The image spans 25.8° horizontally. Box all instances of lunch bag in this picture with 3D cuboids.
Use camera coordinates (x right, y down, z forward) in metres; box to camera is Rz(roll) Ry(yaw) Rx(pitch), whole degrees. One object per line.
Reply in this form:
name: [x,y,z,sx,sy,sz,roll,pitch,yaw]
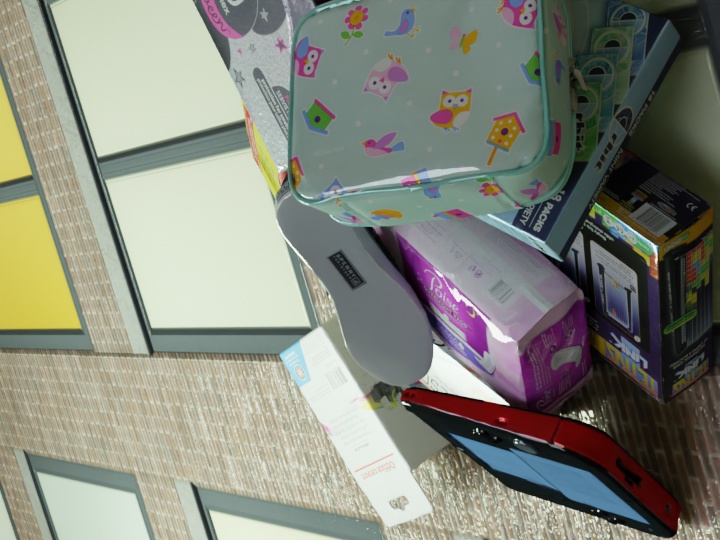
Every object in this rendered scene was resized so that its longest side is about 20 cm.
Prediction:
lunch bag: [0.050,-0.118,1.042,0.198,0.077,0.163,-8,72,25]

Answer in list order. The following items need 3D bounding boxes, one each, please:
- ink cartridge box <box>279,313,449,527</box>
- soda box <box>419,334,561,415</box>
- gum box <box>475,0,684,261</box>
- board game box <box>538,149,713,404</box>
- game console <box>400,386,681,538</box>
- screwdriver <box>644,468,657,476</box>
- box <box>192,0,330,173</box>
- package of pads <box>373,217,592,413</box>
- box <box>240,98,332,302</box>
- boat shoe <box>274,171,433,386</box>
ink cartridge box: [0.017,0.136,1.502,0.201,0.067,0.115,58,151,2]
soda box: [0.081,0.065,1.339,0.199,0.063,0.069,38,148,28]
gum box: [0.096,-0.126,1.093,0.199,0.171,0.044,29,178,30]
board game box: [0.169,-0.022,1.149,0.200,0.056,0.166,41,156,38]
game console: [0.143,0.150,1.215,0.175,0.031,0.200,8,158,37]
screwdriver: [0.182,0.159,1.307,0.029,0.028,0.199,47,159,-28]
box: [-0.040,-0.201,1.244,0.132,0.114,0.202,-29,86,48]
package of pads: [0.087,0.011,1.198,0.200,0.075,0.121,44,162,36]
box: [-0.043,-0.070,1.323,0.076,0.050,0.201,82,165,-47]
boat shoe: [0.000,0.000,1.202,0.201,0.068,0.057,59,-162,-28]
